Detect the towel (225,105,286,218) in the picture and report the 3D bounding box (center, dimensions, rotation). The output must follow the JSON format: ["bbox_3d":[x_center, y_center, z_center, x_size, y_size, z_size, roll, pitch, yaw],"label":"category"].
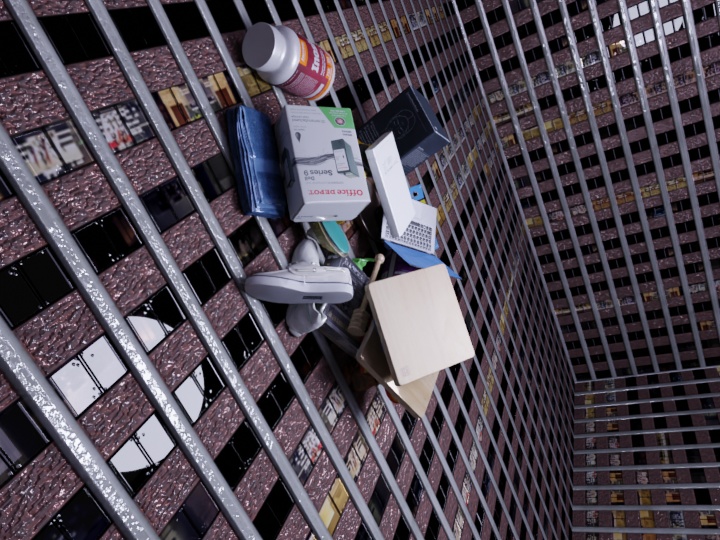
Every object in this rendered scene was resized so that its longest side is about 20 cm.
[{"bbox_3d":[-0.189,-0.201,0.986,0.111,0.048,0.204,-3,81,-62],"label":"towel"}]

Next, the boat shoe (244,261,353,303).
[{"bbox_3d":[-0.108,0.016,0.943,0.196,0.072,0.067,2,63,-16],"label":"boat shoe"}]

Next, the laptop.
[{"bbox_3d":[0.153,-0.089,1.287,0.185,0.115,0.205,14,76,-37],"label":"laptop"}]

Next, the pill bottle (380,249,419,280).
[{"bbox_3d":[0.112,-0.002,1.372,0.113,0.111,0.202,52,38,-36],"label":"pill bottle"}]

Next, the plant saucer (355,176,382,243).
[{"bbox_3d":[0.026,-0.167,1.370,0.199,0.034,0.204,32,52,-53],"label":"plant saucer"}]

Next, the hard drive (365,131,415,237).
[{"bbox_3d":[0.071,-0.194,1.186,0.132,0.026,0.203,-54,130,-54],"label":"hard drive"}]

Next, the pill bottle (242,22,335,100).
[{"bbox_3d":[-0.147,-0.433,1.094,0.199,0.111,0.115,-4,81,-61],"label":"pill bottle"}]

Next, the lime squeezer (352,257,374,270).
[{"bbox_3d":[0.000,0.000,1.248,0.071,0.037,0.201,62,31,-24],"label":"lime squeezer"}]

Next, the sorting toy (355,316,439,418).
[{"bbox_3d":[0.078,0.177,1.133,0.200,0.069,0.200,47,47,-19],"label":"sorting toy"}]

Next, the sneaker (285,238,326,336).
[{"bbox_3d":[-0.092,0.027,1.032,0.070,0.079,0.204,34,48,-48],"label":"sneaker"}]

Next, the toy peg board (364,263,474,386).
[{"bbox_3d":[0.105,0.113,1.087,0.196,0.098,0.204,-14,81,-30],"label":"toy peg board"}]

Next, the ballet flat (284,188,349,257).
[{"bbox_3d":[-0.095,-0.108,1.077,0.202,0.070,0.071,59,32,-6],"label":"ballet flat"}]

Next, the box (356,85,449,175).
[{"bbox_3d":[0.107,-0.351,1.390,0.106,0.198,0.151,5,56,-59],"label":"box"}]

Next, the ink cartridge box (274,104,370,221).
[{"bbox_3d":[-0.074,-0.205,1.016,0.143,0.084,0.204,-6,75,-27],"label":"ink cartridge box"}]

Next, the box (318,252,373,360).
[{"bbox_3d":[-0.023,0.080,1.134,0.200,0.048,0.161,44,53,-44],"label":"box"}]

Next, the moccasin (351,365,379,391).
[{"bbox_3d":[0.053,0.216,1.207,0.200,0.076,0.075,-8,85,-61],"label":"moccasin"}]

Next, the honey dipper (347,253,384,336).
[{"bbox_3d":[0.016,0.045,1.126,0.038,0.037,0.203,50,45,-38],"label":"honey dipper"}]

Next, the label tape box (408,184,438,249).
[{"bbox_3d":[0.157,-0.141,1.561,0.144,0.062,0.204,-29,103,-60],"label":"label tape box"}]

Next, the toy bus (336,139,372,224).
[{"bbox_3d":[-0.073,-0.225,1.137,0.191,0.134,0.203,38,47,-30],"label":"toy bus"}]

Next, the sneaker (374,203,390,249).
[{"bbox_3d":[0.079,-0.156,1.354,0.083,0.069,0.203,48,42,-50],"label":"sneaker"}]
